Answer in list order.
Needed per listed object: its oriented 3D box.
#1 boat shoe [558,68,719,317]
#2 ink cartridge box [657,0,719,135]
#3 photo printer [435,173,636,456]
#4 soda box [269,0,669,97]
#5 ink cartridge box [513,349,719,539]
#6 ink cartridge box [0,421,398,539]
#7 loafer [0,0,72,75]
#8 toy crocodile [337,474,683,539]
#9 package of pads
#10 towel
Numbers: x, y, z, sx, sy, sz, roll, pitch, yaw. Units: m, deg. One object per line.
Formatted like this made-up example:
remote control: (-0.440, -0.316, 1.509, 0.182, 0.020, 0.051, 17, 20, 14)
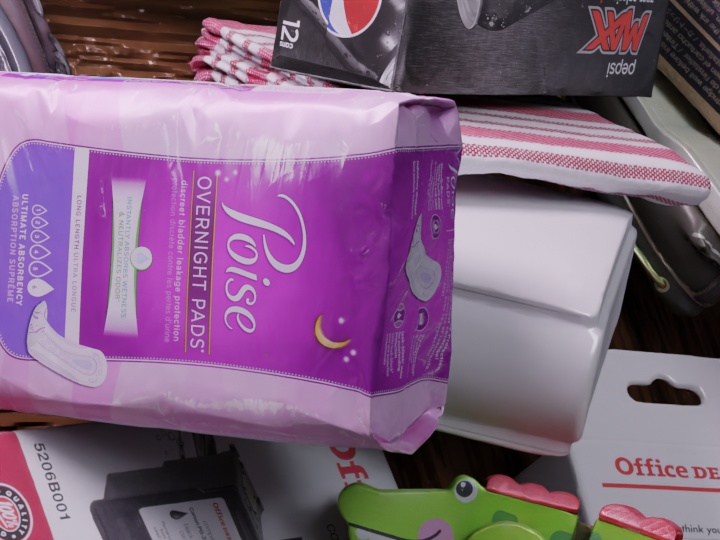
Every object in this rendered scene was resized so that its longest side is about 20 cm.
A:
boat shoe: (0.117, -0.069, 1.256, 0.072, 0.060, 0.202, 8, 43, -51)
ink cartridge box: (0.175, -0.146, 1.305, 0.165, 0.075, 0.200, 47, 23, 1)
photo printer: (0.000, 0.000, 1.058, 0.200, 0.070, 0.166, 13, 18, 8)
soda box: (0.051, -0.110, 1.132, 0.063, 0.071, 0.200, 17, 12, 34)
ink cartridge box: (0.127, 0.136, 1.121, 0.116, 0.067, 0.200, 6, 57, -31)
ink cartridge box: (-0.070, 0.130, 0.977, 0.200, 0.083, 0.145, -5, 63, -37)
loafer: (-0.137, -0.080, 1.091, 0.063, 0.072, 0.200, 0, 57, -40)
toy crocodile: (0.088, 0.105, 0.967, 0.200, 0.068, 0.062, 17, 87, 6)
package of pads: (-0.069, -0.006, 0.946, 0.076, 0.200, 0.121, -10, 104, -70)
towel: (0.034, -0.062, 1.143, 0.146, 0.030, 0.200, 4, 16, -33)
